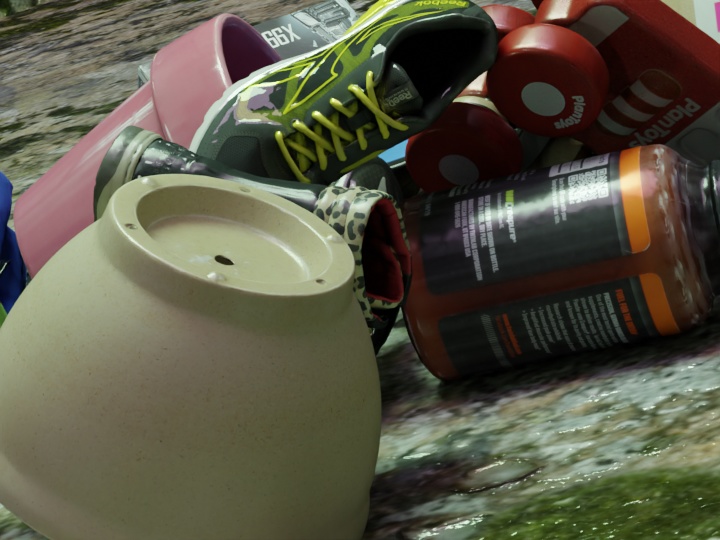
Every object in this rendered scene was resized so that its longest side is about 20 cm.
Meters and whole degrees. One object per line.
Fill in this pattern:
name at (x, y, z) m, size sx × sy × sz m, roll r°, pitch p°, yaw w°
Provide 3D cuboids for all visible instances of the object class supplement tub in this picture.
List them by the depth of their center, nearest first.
supplement tub at (0.124, -0.008, 1.483) m, size 0.199 × 0.107 × 0.107 m, roll -12°, pitch 14°, yaw 14°

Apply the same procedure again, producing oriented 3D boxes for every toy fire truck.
toy fire truck at (0.132, -0.084, 1.541) m, size 0.200 × 0.168 × 0.112 m, roll -41°, pitch 19°, yaw 46°

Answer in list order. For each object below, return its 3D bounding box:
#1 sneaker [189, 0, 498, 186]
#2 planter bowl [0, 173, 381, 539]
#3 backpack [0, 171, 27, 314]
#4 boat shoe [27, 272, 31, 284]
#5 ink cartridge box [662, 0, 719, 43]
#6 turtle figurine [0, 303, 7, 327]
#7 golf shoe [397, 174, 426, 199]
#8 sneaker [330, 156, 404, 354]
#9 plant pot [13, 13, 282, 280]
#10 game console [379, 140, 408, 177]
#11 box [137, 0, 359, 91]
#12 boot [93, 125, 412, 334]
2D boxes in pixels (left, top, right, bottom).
sneaker at (-0.010, -0.090, 1.454) m, size 0.200 × 0.075 × 0.085 m, roll -40°, pitch 18°, yaw -12°
planter bowl at (-0.075, 0.039, 1.272) m, size 0.200 × 0.135 × 0.200 m, roll 15°, pitch 25°, yaw -7°
backpack at (-0.291, 0.028, 1.669) m, size 0.162 × 0.168 × 0.200 m, roll -26°, pitch 41°, yaw 32°
boat shoe at (-0.205, 0.017, 1.820) m, size 0.200 × 0.066 × 0.070 m, roll -36°, pitch -14°, yaw -1°
ink cartridge box at (0.311, -0.155, 1.786) m, size 0.199 × 0.075 × 0.165 m, roll -11°, pitch -15°, yaw 21°
turtle figurine at (-0.220, 0.064, 1.400) m, size 0.199 × 0.194 × 0.144 m, roll -13°, pitch 15°, yaw 22°
golf shoe at (-0.044, -0.044, 1.859) m, size 0.199 × 0.088 × 0.077 m, roll -18°, pitch 15°, yaw -5°
sneaker at (0.000, 0.000, 1.542) m, size 0.084 × 0.077 × 0.200 m, roll -46°, pitch 21°, yaw 38°
plant pot at (-0.111, -0.033, 1.703) m, size 0.179 × 0.200 × 0.200 m, roll -28°, pitch 11°, yaw 12°
game console at (0.070, -0.131, 1.715) m, size 0.116 × 0.176 × 0.200 m, roll 15°, pitch 11°, yaw 5°
box at (-0.078, -0.087, 1.876) m, size 0.157 × 0.200 × 0.050 m, roll -21°, pitch 59°, yaw -21°
boot at (-0.050, 0.019, 1.411) m, size 0.153 × 0.204 × 0.074 m, roll 11°, pitch 49°, yaw 20°
